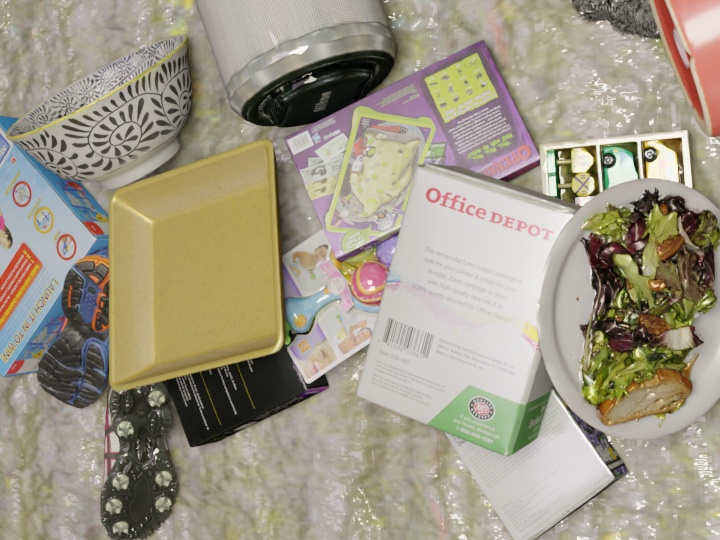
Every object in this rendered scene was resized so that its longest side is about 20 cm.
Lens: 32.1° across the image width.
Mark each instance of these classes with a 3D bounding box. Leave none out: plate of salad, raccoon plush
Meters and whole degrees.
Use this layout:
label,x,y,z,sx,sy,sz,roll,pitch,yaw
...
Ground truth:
label,x,y,z,sx,sy,sz,roll,pitch,yaw
plate of salad,0.226,0.031,0.958,0.048,0.197,0.203,-170,82,-69
raccoon plush,0.229,-0.231,0.976,0.198,0.134,0.098,26,102,25

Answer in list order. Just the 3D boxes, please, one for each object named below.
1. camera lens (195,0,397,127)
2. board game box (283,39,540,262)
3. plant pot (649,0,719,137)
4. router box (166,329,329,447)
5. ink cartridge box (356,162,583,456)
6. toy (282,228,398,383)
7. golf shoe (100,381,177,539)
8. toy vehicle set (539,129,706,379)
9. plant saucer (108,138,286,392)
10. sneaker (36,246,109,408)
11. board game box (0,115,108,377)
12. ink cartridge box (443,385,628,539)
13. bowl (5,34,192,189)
label,x,y,z,sx,sy,sz,roll,pitch,yaw
camera lens,-0.066,-0.242,1.121,0.159,0.159,0.202,-24,80,26
board game box,0.045,-0.104,1.100,0.198,0.032,0.121,-25,76,4
plant pot,0.304,-0.192,0.881,0.175,0.200,0.203,-22,81,12
router box,-0.134,0.052,1.226,0.148,0.051,0.202,-26,79,24
ink cartridge box,0.097,0.027,1.023,0.144,0.087,0.203,19,102,24
toy,0.000,0.000,1.130,0.199,0.047,0.116,-34,76,11
golf shoe,-0.227,0.181,1.277,0.088,0.076,0.203,-125,40,-61
toy vehicle set,0.217,-0.010,1.038,0.123,0.026,0.203,-5,89,19
plant saucer,-0.144,0.002,1.158,0.198,0.048,0.203,-15,68,29
sneaker,-0.277,0.060,1.298,0.075,0.079,0.201,27,120,0
board game box,-0.373,-0.026,1.351,0.196,0.056,0.201,46,111,19
ink cartridge box,0.129,0.123,1.088,0.109,0.050,0.201,-41,72,23
bowl,-0.235,-0.142,1.225,0.199,0.201,0.095,-17,114,27
